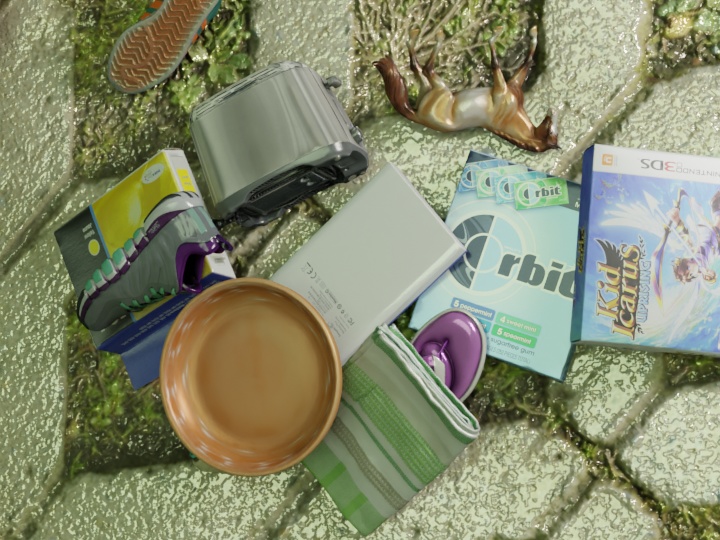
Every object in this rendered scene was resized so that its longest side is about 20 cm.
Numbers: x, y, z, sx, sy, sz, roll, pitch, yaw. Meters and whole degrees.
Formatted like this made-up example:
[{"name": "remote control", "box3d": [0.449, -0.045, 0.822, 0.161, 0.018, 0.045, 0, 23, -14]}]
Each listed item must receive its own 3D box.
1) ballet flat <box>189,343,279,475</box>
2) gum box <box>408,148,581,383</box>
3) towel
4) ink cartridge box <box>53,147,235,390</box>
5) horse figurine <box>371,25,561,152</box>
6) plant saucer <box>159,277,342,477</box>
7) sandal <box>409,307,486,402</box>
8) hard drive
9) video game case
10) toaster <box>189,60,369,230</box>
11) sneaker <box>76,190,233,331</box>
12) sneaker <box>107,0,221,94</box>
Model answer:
[{"name": "ballet flat", "box3d": [-0.105, 0.135, 1.501, 0.069, 0.069, 0.200, 37, 102, 15]}, {"name": "gum box", "box3d": [0.163, -0.005, 1.481, 0.169, 0.045, 0.201, 19, 86, 15]}, {"name": "towel", "box3d": [0.014, 0.167, 1.448, 0.149, 0.031, 0.200, 49, 123, 11]}, {"name": "ink cartridge box", "box3d": [-0.229, 0.003, 1.531, 0.197, 0.047, 0.201, -31, 74, 32]}, {"name": "horse figurine", "box3d": [0.113, -0.192, 1.509, 0.199, 0.050, 0.133, 0, 99, 4]}, {"name": "plant saucer", "box3d": [-0.109, 0.108, 1.443, 0.199, 0.037, 0.201, 0, 89, 20]}, {"name": "sandal", "box3d": [0.058, 0.129, 1.458, 0.082, 0.050, 0.203, 38, 107, 7]}, {"name": "hard drive", "box3d": [0.000, 0.000, 1.500, 0.200, 0.025, 0.132, -44, 63, 11]}, {"name": "video game case", "box3d": [0.309, -0.018, 1.423, 0.181, 0.045, 0.201, 5, 83, -5]}, {"name": "toaster", "box3d": [-0.098, -0.134, 1.523, 0.200, 0.114, 0.130, -27, 74, 16]}, {"name": "sneaker", "box3d": [-0.215, 0.013, 1.455, 0.088, 0.074, 0.200, 50, 118, 15]}, {"name": "sneaker", "box3d": [-0.206, -0.280, 1.595, 0.071, 0.080, 0.200, 42, 112, -7]}]
